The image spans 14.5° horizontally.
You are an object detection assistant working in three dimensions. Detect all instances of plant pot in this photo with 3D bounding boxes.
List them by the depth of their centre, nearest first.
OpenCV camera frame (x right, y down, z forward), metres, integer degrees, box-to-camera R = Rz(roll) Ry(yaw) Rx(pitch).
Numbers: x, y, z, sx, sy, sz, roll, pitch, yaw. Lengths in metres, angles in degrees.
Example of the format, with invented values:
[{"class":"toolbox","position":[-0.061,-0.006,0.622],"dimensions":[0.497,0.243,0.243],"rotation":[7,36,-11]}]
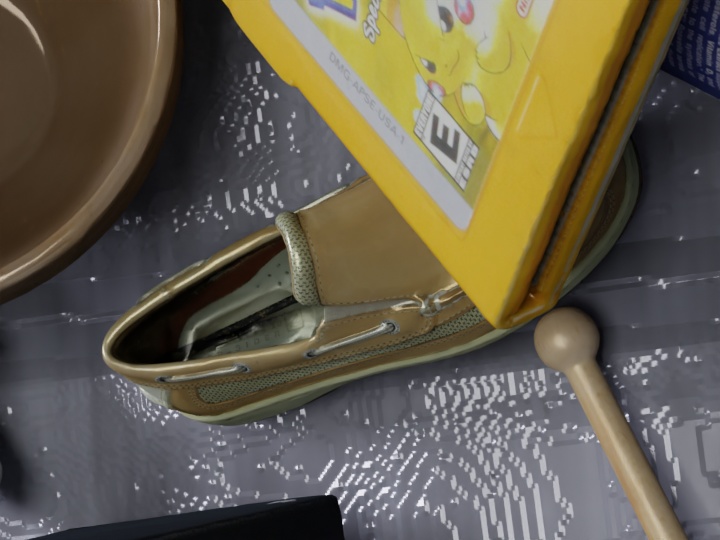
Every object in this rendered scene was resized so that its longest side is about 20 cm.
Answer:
[{"class":"plant pot","position":[-0.158,-0.075,1.016],"dimensions":[0.200,0.093,0.201],"rotation":[-1,80,5]}]

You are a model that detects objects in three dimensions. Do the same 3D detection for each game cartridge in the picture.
[{"class":"game cartridge","position":[0.015,-0.107,0.874],"dimensions":[0.200,0.032,0.176],"rotation":[49,143,26]}]

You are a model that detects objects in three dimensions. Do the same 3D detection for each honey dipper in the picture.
[{"class":"honey dipper","position":[0.110,0.100,0.938],"dimensions":[0.038,0.038,0.200],"rotation":[-31,74,25]}]

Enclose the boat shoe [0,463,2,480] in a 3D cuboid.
[{"class":"boat shoe","position":[-0.190,0.009,1.067],"dimensions":[0.065,0.074,0.202],"rotation":[-40,68,27]}]

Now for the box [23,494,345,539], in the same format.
[{"class":"box","position":[-0.086,0.186,0.927],"dimensions":[0.124,0.200,0.197],"rotation":[-9,88,28]}]

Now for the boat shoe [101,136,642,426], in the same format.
[{"class":"boat shoe","position":[0.000,0.000,0.960],"dimensions":[0.200,0.076,0.072],"rotation":[-30,66,24]}]

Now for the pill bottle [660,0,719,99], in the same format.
[{"class":"pill bottle","position":[0.141,-0.099,0.868],"dimensions":[0.200,0.112,0.112],"rotation":[30,105,23]}]
